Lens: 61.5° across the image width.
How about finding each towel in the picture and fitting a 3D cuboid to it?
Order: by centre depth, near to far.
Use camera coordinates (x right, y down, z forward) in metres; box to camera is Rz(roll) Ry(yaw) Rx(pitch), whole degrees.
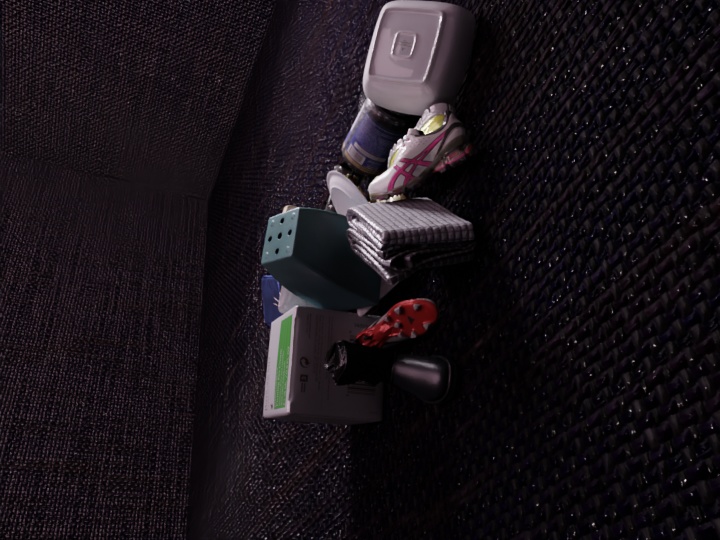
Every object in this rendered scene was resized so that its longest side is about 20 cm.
[{"bbox_3d":[0.078,-0.054,0.987,0.200,0.162,0.088,-136,41,-62],"label":"towel"}]

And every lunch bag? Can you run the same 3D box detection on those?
[{"bbox_3d":[-0.175,0.074,1.583,0.199,0.129,0.140,-177,82,-66],"label":"lunch bag"}]

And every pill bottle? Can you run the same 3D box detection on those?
[{"bbox_3d":[0.045,-0.300,1.250,0.201,0.109,0.114,125,148,-43],"label":"pill bottle"}]

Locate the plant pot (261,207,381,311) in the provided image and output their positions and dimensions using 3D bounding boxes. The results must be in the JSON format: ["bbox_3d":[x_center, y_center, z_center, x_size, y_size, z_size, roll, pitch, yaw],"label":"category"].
[{"bbox_3d":[-0.075,-0.027,1.105,0.139,0.198,0.145,-12,62,43],"label":"plant pot"}]

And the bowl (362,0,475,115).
[{"bbox_3d":[0.095,-0.394,1.095,0.197,0.074,0.204,19,95,29],"label":"bowl"}]

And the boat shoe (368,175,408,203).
[{"bbox_3d":[0.050,-0.132,1.183,0.063,0.073,0.201,-46,25,3],"label":"boat shoe"}]

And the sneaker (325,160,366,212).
[{"bbox_3d":[-0.039,-0.190,1.357,0.065,0.091,0.203,23,80,27],"label":"sneaker"}]

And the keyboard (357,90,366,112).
[{"bbox_3d":[0.020,-0.390,1.444,0.202,0.039,0.106,-111,38,-51],"label":"keyboard"}]

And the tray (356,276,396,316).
[{"bbox_3d":[0.044,-0.014,1.140,0.200,0.022,0.109,-44,46,24],"label":"tray"}]

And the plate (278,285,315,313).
[{"bbox_3d":[-0.079,0.006,1.317,0.032,0.197,0.205,4,82,46],"label":"plate"}]

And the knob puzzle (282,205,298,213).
[{"bbox_3d":[-0.128,-0.070,1.401,0.030,0.221,0.223,-20,47,11],"label":"knob puzzle"}]

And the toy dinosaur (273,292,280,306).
[{"bbox_3d":[-0.103,0.092,1.427,0.197,0.104,0.186,17,114,35],"label":"toy dinosaur"}]

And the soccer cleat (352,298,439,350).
[{"bbox_3d":[0.068,0.096,1.076,0.199,0.085,0.069,-36,87,37],"label":"soccer cleat"}]

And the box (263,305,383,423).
[{"bbox_3d":[-0.071,0.193,1.190,0.171,0.196,0.204,148,129,-62],"label":"box"}]

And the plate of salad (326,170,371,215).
[{"bbox_3d":[-0.002,-0.123,1.247,0.201,0.048,0.201,50,164,19],"label":"plate of salad"}]

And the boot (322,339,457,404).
[{"bbox_3d":[0.041,0.163,0.978,0.199,0.165,0.078,-6,74,65],"label":"boot"}]

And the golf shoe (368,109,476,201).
[{"bbox_3d":[0.092,-0.189,1.022,0.197,0.093,0.073,-27,5,21],"label":"golf shoe"}]

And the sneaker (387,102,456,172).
[{"bbox_3d":[0.111,-0.204,1.099,0.201,0.076,0.092,127,140,-49],"label":"sneaker"}]
